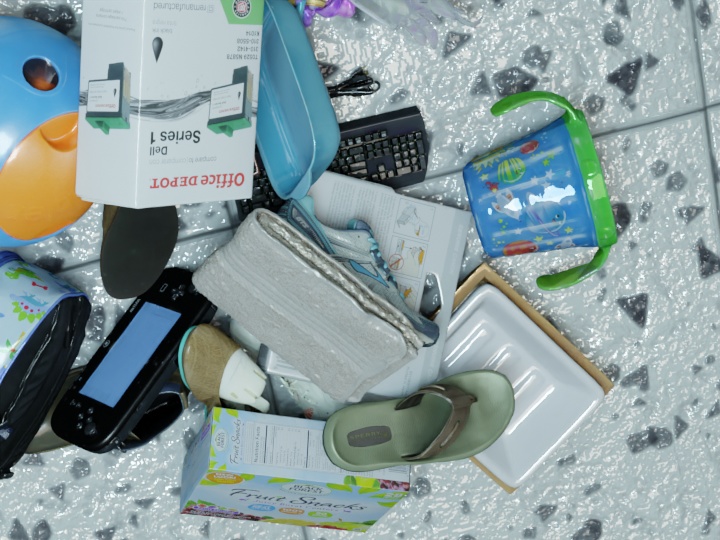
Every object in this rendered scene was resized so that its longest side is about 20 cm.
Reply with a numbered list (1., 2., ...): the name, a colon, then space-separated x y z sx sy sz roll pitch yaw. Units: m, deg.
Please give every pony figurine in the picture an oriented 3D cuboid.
1. pony figurine: 0.020 -0.295 1.440 0.192 0.166 0.202 25 107 17

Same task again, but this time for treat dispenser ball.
1. treat dispenser ball: -0.314 -0.122 1.389 0.198 0.201 0.203 -3 107 -9

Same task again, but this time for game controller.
1. game controller: -0.214 0.083 1.495 0.201 0.104 0.042 -55 138 -18

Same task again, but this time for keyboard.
1. keyboard: -0.034 -0.124 1.535 0.198 0.021 0.128 -15 109 -6

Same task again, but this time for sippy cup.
1. sippy cup: 0.171 -0.074 1.535 0.129 0.140 0.180 -15 78 5

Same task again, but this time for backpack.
1. backpack: -0.353 0.080 1.457 0.146 0.183 0.201 31 90 3

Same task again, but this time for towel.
1. towel: -0.050 0.038 1.428 0.199 0.035 0.132 38 137 -12

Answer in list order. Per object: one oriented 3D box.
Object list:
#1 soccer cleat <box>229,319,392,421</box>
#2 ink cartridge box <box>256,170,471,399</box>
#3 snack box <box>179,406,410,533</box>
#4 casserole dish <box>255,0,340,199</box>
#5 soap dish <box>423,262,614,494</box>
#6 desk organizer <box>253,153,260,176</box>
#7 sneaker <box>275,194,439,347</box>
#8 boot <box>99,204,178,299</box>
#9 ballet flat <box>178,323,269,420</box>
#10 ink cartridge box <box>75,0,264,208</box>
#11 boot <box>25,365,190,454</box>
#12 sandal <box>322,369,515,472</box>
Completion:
1. soccer cleat: -0.050 0.110 1.575 0.199 0.069 0.078 30 82 -20
2. ink cartridge box: 0.004 0.018 1.530 0.172 0.043 0.202 14 86 -18
3. snack box: -0.067 0.199 1.548 0.198 0.169 0.068 7 65 -15
4. casserole dish: -0.068 -0.162 1.445 0.038 0.121 0.202 -12 72 -27
5. soap dish: 0.135 0.106 1.603 0.200 0.081 0.157 42 96 -18
6. desk organizer: -0.153 -0.178 1.456 0.071 0.077 0.202 -17 103 -5
7. sneaker: 0.000 0.000 1.468 0.199 0.078 0.087 33 77 -14
8. boot: -0.217 -0.068 1.501 0.073 0.076 0.202 -7 124 -29
9. ballet flat: -0.122 0.114 1.511 0.072 0.201 0.068 21 63 15
10. ink cartridge box: -0.161 -0.158 1.341 0.145 0.084 0.203 -9 107 -49
11. boot: -0.253 0.137 1.534 0.198 0.097 0.075 -25 109 -2
12. sandal: 0.062 0.145 1.483 0.199 0.057 0.081 -14 78 -23
